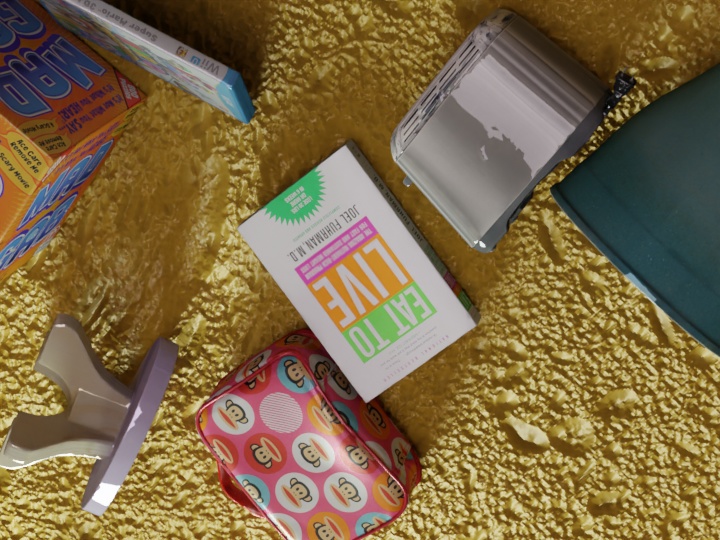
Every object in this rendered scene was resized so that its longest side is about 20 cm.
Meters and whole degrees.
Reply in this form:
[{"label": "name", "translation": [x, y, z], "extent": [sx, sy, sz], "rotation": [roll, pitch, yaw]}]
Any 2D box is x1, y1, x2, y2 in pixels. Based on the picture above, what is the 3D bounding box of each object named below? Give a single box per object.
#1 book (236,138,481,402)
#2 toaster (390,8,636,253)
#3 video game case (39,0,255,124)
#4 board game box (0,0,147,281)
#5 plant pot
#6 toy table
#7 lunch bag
[{"label": "book", "translation": [0.000, 0.000, 1.458], "extent": [0.133, 0.048, 0.201], "rotation": [-35, 96, 22]}, {"label": "toaster", "translation": [0.118, -0.124, 1.330], "extent": [0.129, 0.114, 0.200], "rotation": [41, 119, 1]}, {"label": "video game case", "translation": [-0.187, -0.192, 1.386], "extent": [0.199, 0.143, 0.018], "rotation": [28, 84, 5]}, {"label": "board game box", "translation": [-0.351, -0.119, 1.427], "extent": [0.199, 0.200, 0.200], "rotation": [39, 116, -1]}, {"label": "plant pot", "translation": [0.284, -0.066, 1.267], "extent": [0.200, 0.200, 0.188], "rotation": [41, 103, -2]}, {"label": "toy table", "translation": [-0.264, 0.131, 1.529], "extent": [0.116, 0.184, 0.201], "rotation": [23, 109, -12]}, {"label": "lunch bag", "translation": [-0.058, 0.173, 1.521], "extent": [0.175, 0.082, 0.201], "rotation": [-33, 99, 26]}]
